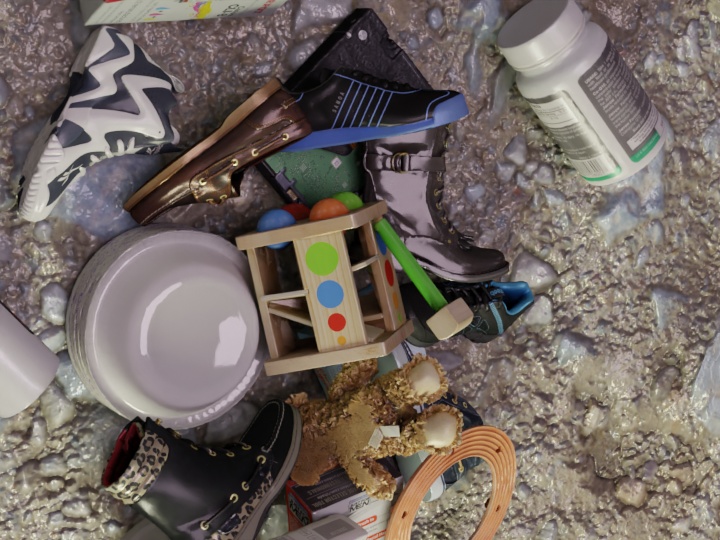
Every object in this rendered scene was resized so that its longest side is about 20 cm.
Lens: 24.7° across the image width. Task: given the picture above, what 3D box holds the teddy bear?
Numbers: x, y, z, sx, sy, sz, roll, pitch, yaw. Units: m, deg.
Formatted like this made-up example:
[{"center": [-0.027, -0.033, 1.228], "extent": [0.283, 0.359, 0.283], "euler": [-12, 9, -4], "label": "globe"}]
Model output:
[{"center": [0.013, 0.151, 1.644], "extent": [0.145, 0.200, 0.067], "euler": [53, 28, 3], "label": "teddy bear"}]

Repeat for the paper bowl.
[{"center": [-0.180, 0.058, 1.619], "extent": [0.200, 0.104, 0.202], "euler": [-5, 101, -29], "label": "paper bowl"}]

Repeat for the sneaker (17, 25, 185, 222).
[{"center": [-0.236, -0.119, 1.575], "extent": [0.129, 0.079, 0.200], "euler": [28, 73, -21], "label": "sneaker"}]

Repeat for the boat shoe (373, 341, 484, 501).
[{"center": [0.069, 0.140, 1.751], "extent": [0.091, 0.071, 0.201], "euler": [-30, 115, -30], "label": "boat shoe"}]

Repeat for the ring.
[{"center": [0.093, 0.253, 1.748], "extent": [0.200, 0.019, 0.201], "euler": [-27, 130, -37], "label": "ring"}]

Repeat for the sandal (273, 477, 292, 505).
[{"center": [-0.069, 0.218, 1.730], "extent": [0.199, 0.055, 0.082], "euler": [9, 112, -33], "label": "sandal"}]

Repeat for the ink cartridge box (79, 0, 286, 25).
[{"center": [-0.157, -0.322, 1.535], "extent": [0.199, 0.145, 0.145], "euler": [-9, 83, -27], "label": "ink cartridge box"}]

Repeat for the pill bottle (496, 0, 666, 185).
[{"center": [0.242, -0.200, 1.811], "extent": [0.113, 0.113, 0.200], "euler": [-47, 116, -15], "label": "pill bottle"}]

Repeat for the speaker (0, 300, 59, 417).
[{"center": [-0.372, 0.045, 1.523], "extent": [0.081, 0.081, 0.200], "euler": [-48, 116, -15], "label": "speaker"}]

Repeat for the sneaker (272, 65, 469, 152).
[{"center": [0.006, -0.169, 1.638], "extent": [0.199, 0.070, 0.078], "euler": [-10, 97, -3], "label": "sneaker"}]

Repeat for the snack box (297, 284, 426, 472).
[{"center": [0.023, 0.124, 1.778], "extent": [0.116, 0.037, 0.201], "euler": [-33, 111, -23], "label": "snack box"}]

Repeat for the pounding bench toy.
[{"center": [0.000, 0.000, 1.619], "extent": [0.199, 0.124, 0.157], "euler": [-11, 96, 17], "label": "pounding bench toy"}]

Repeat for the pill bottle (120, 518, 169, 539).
[{"center": [-0.159, 0.345, 1.656], "extent": [0.113, 0.113, 0.200], "euler": [-38, 113, -19], "label": "pill bottle"}]

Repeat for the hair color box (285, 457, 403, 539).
[{"center": [-0.014, 0.296, 1.734], "extent": [0.111, 0.064, 0.201], "euler": [-19, 127, -25], "label": "hair color box"}]

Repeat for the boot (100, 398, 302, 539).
[{"center": [-0.147, 0.174, 1.573], "extent": [0.154, 0.073, 0.204], "euler": [42, 52, -23], "label": "boot"}]

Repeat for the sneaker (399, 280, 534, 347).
[{"center": [0.105, 0.033, 1.755], "extent": [0.200, 0.082, 0.073], "euler": [-2, 64, -51], "label": "sneaker"}]

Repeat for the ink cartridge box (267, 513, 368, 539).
[{"center": [-0.079, 0.348, 1.609], "extent": [0.161, 0.050, 0.201], "euler": [-11, 125, -56], "label": "ink cartridge box"}]

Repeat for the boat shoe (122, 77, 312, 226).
[{"center": [-0.138, -0.100, 1.600], "extent": [0.200, 0.070, 0.070], "euler": [-37, 97, 11], "label": "boat shoe"}]

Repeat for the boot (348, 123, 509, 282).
[{"center": [0.077, -0.082, 1.716], "extent": [0.199, 0.069, 0.175], "euler": [7, 95, -23], "label": "boot"}]

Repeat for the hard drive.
[{"center": [-0.021, -0.156, 1.714], "extent": [0.200, 0.038, 0.140], "euler": [-49, 116, -15], "label": "hard drive"}]
